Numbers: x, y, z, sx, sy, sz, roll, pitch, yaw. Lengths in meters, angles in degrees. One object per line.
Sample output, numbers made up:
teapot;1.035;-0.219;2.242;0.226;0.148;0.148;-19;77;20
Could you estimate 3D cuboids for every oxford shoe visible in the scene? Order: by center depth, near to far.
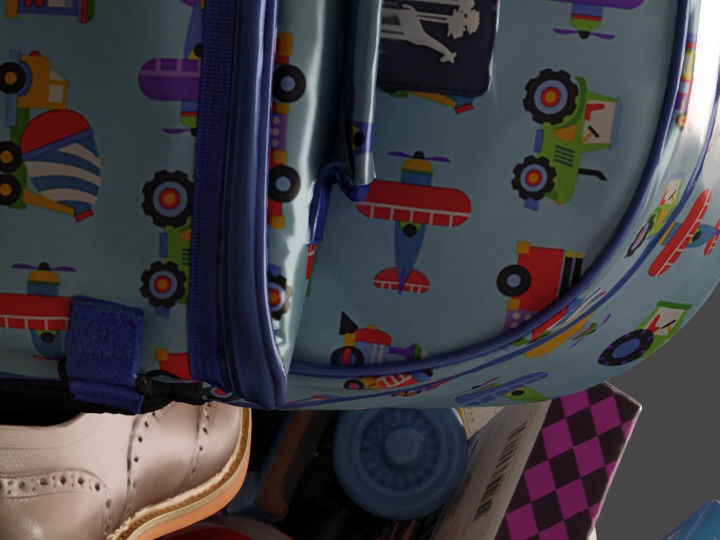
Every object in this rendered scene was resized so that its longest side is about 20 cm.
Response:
oxford shoe;-0.072;0.034;0.649;0.200;0.071;0.073;-61;154;-68

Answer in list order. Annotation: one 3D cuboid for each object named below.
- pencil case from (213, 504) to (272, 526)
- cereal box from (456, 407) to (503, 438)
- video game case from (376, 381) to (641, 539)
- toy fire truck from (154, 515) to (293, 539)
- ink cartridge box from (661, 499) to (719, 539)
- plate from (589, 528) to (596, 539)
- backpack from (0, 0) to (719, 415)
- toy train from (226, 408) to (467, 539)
pencil case;-0.038;0.093;0.904;0.094;0.090;0.201;15;-81;63
cereal box;0.042;0.009;1.106;0.144;0.039;0.201;-141;-142;-83
video game case;0.012;0.147;0.788;0.201;0.036;0.181;-64;-173;-29
toy fire truck;-0.066;0.164;0.676;0.141;0.048;0.201;46;58;-72
ink cartridge box;0.073;0.194;0.797;0.200;0.085;0.145;-51;178;-36
plate;0.046;0.176;0.968;0.201;0.032;0.200;-61;168;-5
backpack;-0.012;-0.052;0.501;0.135;0.199;0.184;-30;129;-80
toy train;0.000;0.000;0.818;0.201;0.114;0.087;-65;-176;-10
